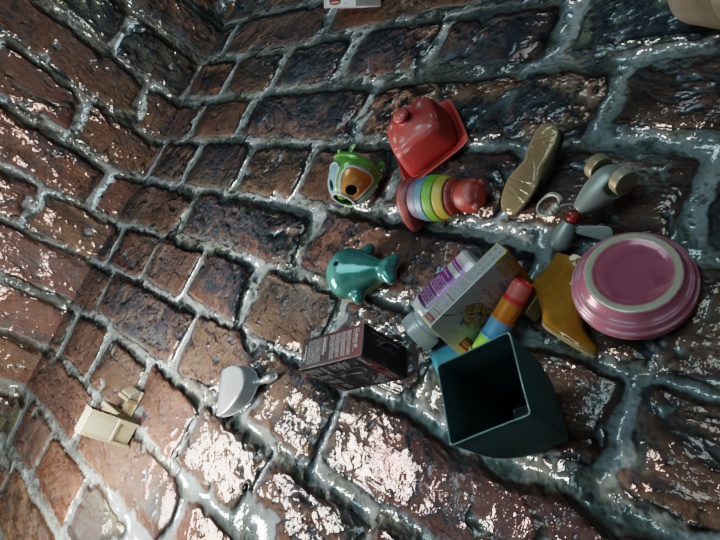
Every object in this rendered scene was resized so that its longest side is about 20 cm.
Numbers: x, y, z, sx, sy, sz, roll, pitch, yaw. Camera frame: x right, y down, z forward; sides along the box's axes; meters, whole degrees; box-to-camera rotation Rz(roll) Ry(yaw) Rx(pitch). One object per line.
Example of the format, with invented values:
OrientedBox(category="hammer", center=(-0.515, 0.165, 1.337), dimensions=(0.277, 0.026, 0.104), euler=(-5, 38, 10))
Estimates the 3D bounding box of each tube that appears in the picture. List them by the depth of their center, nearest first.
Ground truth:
OrientedBox(category="tube", center=(0.185, 0.218, 1.245), dimensions=(0.077, 0.050, 0.201), euler=(-24, 42, 13))

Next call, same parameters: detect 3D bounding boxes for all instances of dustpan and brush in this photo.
OrientedBox(category="dustpan and brush", center=(-0.294, 0.299, 1.689), dimensions=(0.200, 0.057, 0.140), euler=(-31, 46, 38))

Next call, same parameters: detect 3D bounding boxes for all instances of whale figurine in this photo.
OrientedBox(category="whale figurine", center=(0.000, 0.000, 1.536), dimensions=(0.199, 0.104, 0.160), euler=(-8, 58, 43))

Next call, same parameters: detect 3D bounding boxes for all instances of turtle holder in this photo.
OrientedBox(category="turtle holder", center=(-0.033, -0.243, 1.708), dimensions=(0.185, 0.141, 0.132), euler=(11, 74, 48))

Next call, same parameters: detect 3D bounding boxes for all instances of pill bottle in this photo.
OrientedBox(category="pill bottle", center=(0.179, 0.064, 1.300), dimensions=(0.200, 0.112, 0.112), euler=(-45, 40, 13))

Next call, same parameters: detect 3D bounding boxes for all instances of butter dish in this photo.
OrientedBox(category="butter dish", center=(0.138, -0.348, 1.597), dimensions=(0.199, 0.148, 0.201), euler=(-36, 43, 24))

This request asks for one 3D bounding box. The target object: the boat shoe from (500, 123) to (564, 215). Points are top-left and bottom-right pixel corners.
OrientedBox(category="boat shoe", center=(0.361, -0.202, 1.332), dimensions=(0.072, 0.065, 0.201), euler=(40, 114, 43))

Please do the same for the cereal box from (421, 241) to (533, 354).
OrientedBox(category="cereal box", center=(0.227, 0.061, 1.213), dimensions=(0.200, 0.144, 0.040), euler=(-46, 41, 4))

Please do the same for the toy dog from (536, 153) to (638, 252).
OrientedBox(category="toy dog", center=(0.437, -0.120, 1.197), dimensions=(0.200, 0.096, 0.133), euler=(-44, 41, 38))

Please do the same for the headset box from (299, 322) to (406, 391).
OrientedBox(category="headset box", center=(-0.007, 0.188, 1.381), dimensions=(0.199, 0.149, 0.078), euler=(-21, 51, 37))

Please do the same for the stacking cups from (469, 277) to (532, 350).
OrientedBox(category="stacking cups", center=(0.251, 0.105, 1.197), dimensions=(0.060, 0.060, 0.201), euler=(42, 113, 51))

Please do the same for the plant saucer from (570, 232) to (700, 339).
OrientedBox(category="plant saucer", center=(0.448, 0.014, 1.059), dimensions=(0.199, 0.051, 0.202), euler=(-13, 53, 18))

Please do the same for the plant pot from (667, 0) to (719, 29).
OrientedBox(category="plant pot", center=(0.662, -0.520, 1.158), dimensions=(0.201, 0.199, 0.173), euler=(-56, 23, 1))

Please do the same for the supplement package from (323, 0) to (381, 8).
OrientedBox(category="supplement package", center=(-0.030, -0.949, 2.181), dimensions=(0.200, 0.109, 0.115), euler=(25, 123, 51))

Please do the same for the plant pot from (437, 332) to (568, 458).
OrientedBox(category="plant pot", center=(0.247, 0.224, 1.049), dimensions=(0.141, 0.200, 0.142), euler=(-31, 45, 28))

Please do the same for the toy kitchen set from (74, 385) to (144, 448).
OrientedBox(category="toy kitchen set", center=(-0.796, 0.424, 2.014), dimensions=(0.199, 0.180, 0.164), euler=(15, 74, 45))

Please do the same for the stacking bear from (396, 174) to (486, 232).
OrientedBox(category="stacking bear", center=(0.191, -0.163, 1.453), dimensions=(0.199, 0.114, 0.122), euler=(0, 64, 41))

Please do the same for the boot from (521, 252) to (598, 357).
OrientedBox(category="boot", center=(0.376, 0.051, 1.136), dimensions=(0.144, 0.071, 0.201), euler=(-55, 34, 6))
